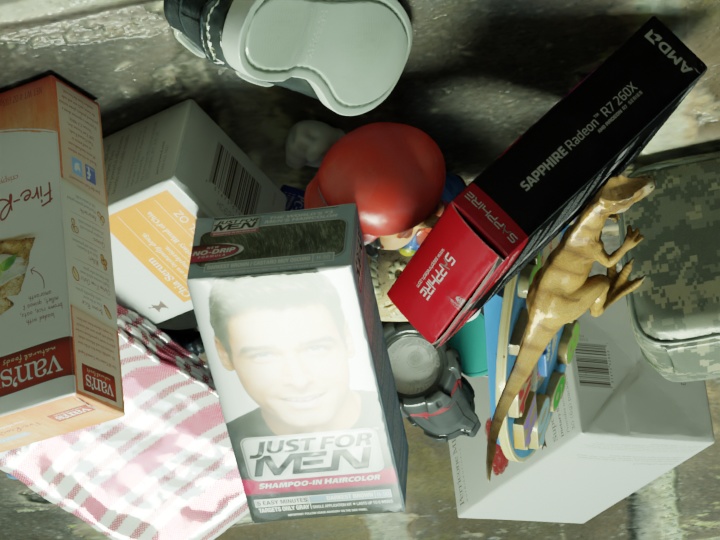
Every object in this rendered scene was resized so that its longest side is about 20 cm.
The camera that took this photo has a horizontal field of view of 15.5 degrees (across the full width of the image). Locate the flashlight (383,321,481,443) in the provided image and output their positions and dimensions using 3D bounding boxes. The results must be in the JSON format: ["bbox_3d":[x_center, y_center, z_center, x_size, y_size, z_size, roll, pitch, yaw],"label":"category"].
[{"bbox_3d":[0.044,0.081,1.880,0.068,0.068,0.200,-10,169,4],"label":"flashlight"}]

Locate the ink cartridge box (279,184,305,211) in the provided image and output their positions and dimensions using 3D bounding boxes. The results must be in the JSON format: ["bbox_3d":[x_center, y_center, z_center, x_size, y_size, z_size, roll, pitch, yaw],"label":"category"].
[{"bbox_3d":[-0.056,0.049,1.714,0.044,0.094,0.200,18,137,9],"label":"ink cartridge box"}]

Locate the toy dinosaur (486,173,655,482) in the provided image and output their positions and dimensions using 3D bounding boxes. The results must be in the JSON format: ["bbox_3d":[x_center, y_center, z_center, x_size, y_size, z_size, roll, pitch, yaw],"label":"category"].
[{"bbox_3d":[0.117,0.020,1.593,0.106,0.060,0.201,-13,130,-62],"label":"toy dinosaur"}]

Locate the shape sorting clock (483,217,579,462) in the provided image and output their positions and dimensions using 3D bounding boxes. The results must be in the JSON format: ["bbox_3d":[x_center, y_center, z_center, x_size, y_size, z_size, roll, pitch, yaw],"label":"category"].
[{"bbox_3d":[0.119,0.025,1.707,0.039,0.201,0.200,12,164,19],"label":"shape sorting clock"}]

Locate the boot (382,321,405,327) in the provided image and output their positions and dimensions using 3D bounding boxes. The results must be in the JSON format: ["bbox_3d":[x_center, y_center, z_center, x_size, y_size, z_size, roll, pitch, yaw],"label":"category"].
[{"bbox_3d":[-0.014,0.046,1.906,0.131,0.070,0.200,-6,169,-12],"label":"boot"}]

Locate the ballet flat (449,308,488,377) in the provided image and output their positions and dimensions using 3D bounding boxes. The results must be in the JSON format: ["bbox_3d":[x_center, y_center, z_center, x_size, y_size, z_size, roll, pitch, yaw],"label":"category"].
[{"bbox_3d":[0.111,0.020,1.873,0.071,0.072,0.200,-2,160,-13],"label":"ballet flat"}]

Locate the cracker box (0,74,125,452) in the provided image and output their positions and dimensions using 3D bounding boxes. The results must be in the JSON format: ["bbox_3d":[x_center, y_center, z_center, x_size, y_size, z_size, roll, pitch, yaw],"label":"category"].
[{"bbox_3d":[-0.213,0.002,1.535,0.133,0.201,0.058,-17,157,23],"label":"cracker box"}]

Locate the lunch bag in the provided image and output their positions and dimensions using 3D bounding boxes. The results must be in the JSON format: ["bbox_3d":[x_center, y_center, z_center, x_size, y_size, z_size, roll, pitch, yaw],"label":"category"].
[{"bbox_3d":[0.274,0.003,1.772,0.199,0.140,0.168,-11,157,12],"label":"lunch bag"}]

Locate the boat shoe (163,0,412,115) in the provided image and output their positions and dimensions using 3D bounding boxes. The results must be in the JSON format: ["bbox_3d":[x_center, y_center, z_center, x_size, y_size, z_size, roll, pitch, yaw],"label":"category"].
[{"bbox_3d":[-0.036,-0.134,1.445,0.060,0.076,0.200,25,-177,26],"label":"boat shoe"}]

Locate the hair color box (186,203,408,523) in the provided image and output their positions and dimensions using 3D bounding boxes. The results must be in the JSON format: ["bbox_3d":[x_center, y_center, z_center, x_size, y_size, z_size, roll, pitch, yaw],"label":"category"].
[{"bbox_3d":[-0.035,0.059,1.584,0.098,0.061,0.201,-5,128,9],"label":"hair color box"}]

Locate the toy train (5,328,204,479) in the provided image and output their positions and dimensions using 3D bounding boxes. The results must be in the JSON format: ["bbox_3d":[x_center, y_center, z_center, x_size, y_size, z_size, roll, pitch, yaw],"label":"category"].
[{"bbox_3d":[-0.176,0.080,1.792,0.114,0.087,0.200,-12,-167,22],"label":"toy train"}]

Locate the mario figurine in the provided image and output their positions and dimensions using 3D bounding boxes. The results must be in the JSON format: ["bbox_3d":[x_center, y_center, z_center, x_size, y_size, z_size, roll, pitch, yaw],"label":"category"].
[{"bbox_3d":[0.016,-0.030,1.639,0.123,0.107,0.200,9,175,23],"label":"mario figurine"}]

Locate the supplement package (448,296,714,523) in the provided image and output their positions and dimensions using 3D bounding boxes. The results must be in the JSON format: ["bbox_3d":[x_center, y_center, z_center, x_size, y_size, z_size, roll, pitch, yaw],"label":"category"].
[{"bbox_3d":[0.162,0.107,2.020,0.119,0.122,0.200,4,155,-26],"label":"supplement package"}]

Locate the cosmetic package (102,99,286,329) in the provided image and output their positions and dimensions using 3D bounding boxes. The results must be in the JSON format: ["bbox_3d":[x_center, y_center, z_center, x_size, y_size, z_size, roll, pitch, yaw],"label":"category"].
[{"bbox_3d":[-0.156,-0.018,1.631,0.199,0.071,0.101,-22,129,31],"label":"cosmetic package"}]

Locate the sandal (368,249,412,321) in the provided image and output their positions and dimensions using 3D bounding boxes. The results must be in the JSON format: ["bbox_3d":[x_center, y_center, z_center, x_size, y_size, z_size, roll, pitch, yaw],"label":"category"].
[{"bbox_3d":[0.001,0.006,1.752,0.211,0.078,0.070,-5,-167,5],"label":"sandal"}]

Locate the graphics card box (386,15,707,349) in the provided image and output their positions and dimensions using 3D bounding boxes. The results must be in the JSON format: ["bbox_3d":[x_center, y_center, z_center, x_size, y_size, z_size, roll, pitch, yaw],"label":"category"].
[{"bbox_3d":[0.109,-0.052,1.547,0.200,0.051,0.126,-41,172,-30],"label":"graphics card box"}]

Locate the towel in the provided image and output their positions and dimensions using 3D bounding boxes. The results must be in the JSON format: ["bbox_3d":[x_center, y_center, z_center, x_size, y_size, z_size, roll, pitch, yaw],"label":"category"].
[{"bbox_3d":[-0.143,0.111,1.672,0.146,0.030,0.200,-39,123,23],"label":"towel"}]

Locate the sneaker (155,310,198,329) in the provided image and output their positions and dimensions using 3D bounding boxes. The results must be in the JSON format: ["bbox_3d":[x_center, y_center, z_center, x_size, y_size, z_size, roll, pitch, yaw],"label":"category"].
[{"bbox_3d":[-0.157,0.003,1.765,0.199,0.077,0.082,-9,-175,8],"label":"sneaker"}]
